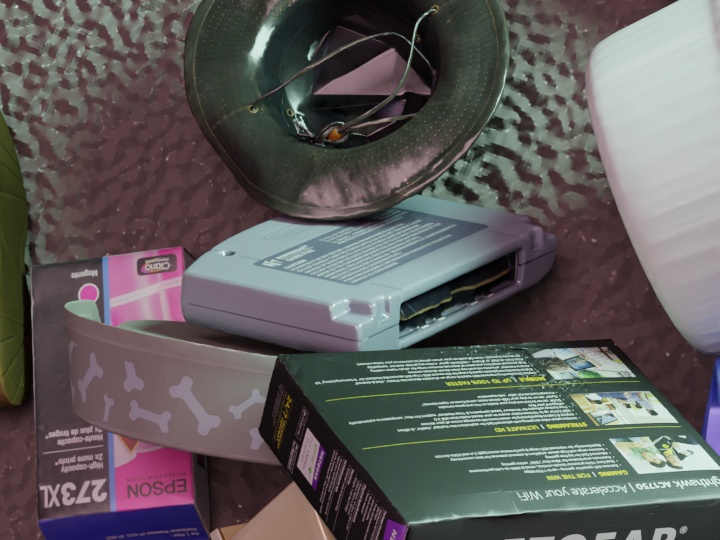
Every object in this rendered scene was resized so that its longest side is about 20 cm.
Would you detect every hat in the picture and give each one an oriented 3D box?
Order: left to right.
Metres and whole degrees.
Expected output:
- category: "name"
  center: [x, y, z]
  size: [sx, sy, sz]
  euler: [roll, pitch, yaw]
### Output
- category: "hat"
  center: [0.002, -0.106, 1.614]
  size: [0.200, 0.081, 0.201]
  euler: [-8, 64, 17]

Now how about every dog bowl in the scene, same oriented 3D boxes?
- category: "dog bowl"
  center: [-0.063, 0.061, 1.513]
  size: [0.200, 0.200, 0.059]
  euler: [11, 95, 17]

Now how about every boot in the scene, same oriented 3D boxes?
- category: "boot"
  center: [-0.274, -0.007, 1.666]
  size: [0.154, 0.072, 0.201]
  euler: [-10, 72, 14]

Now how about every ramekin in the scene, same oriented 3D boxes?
- category: "ramekin"
  center: [0.195, -0.052, 1.494]
  size: [0.098, 0.200, 0.201]
  euler: [-21, 69, 16]

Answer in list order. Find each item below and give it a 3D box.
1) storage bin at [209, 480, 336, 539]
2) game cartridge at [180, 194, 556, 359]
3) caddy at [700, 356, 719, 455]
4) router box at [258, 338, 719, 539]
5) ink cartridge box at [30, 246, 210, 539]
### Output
- category: "storage bin"
  center: [0.057, 0.192, 1.461]
  size: [0.198, 0.094, 0.200]
  euler: [-6, 64, -35]
- category: "game cartridge"
  center: [0.000, 0.000, 1.528]
  size: [0.133, 0.200, 0.041]
  euler: [16, 113, 31]
- category: "caddy"
  center: [0.220, 0.139, 1.457]
  size: [0.105, 0.141, 0.200]
  euler: [-9, 71, 6]
- category: "router box"
  center: [0.071, 0.094, 1.396]
  size: [0.149, 0.200, 0.051]
  euler: [50, 134, 49]
- category: "ink cartridge box"
  center: [-0.137, 0.089, 1.621]
  size: [0.094, 0.037, 0.201]
  euler: [-8, 74, 11]
